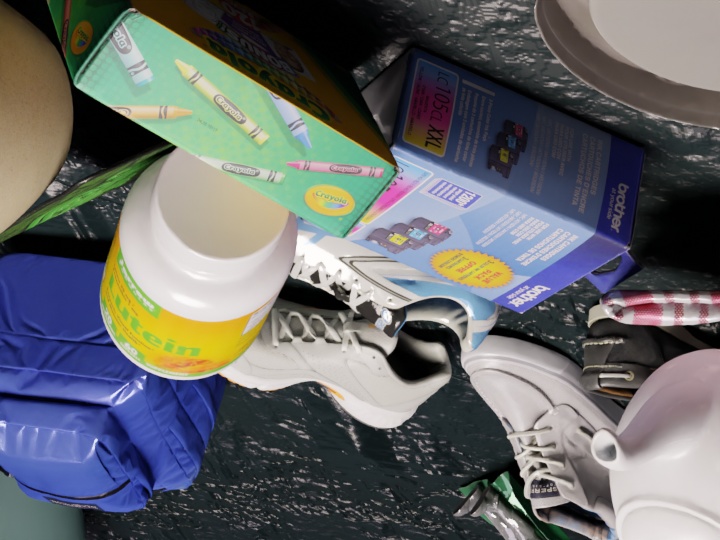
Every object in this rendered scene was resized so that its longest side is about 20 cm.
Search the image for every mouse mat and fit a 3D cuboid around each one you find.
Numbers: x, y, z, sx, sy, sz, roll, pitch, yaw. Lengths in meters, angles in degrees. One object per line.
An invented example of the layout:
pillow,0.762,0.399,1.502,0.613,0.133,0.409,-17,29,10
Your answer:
mouse mat,-0.160,-0.056,1.633,0.200,0.161,0.008,-23,93,52

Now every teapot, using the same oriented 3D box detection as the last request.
teapot,0.236,0.161,1.650,0.199,0.146,0.198,32,151,8

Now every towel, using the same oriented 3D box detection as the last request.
towel,0.250,0.027,1.622,0.199,0.030,0.146,1,179,6

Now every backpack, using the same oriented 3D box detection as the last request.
backpack,-0.198,0.093,1.905,0.162,0.169,0.200,11,159,18

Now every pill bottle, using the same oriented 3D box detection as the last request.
pill bottle,-0.100,-0.011,1.610,0.110,0.112,0.200,15,159,-6

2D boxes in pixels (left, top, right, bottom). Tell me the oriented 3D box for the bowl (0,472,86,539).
bowl,-0.327,0.238,2.323,0.200,0.106,0.201,11,154,5

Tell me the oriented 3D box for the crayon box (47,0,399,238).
crayon box,-0.081,-0.110,1.476,0.199,0.119,0.058,30,110,-31

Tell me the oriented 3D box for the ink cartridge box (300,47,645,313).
ink cartridge box,0.082,-0.047,1.593,0.199,0.077,0.136,21,153,-20

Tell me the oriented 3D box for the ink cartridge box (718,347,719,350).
ink cartridge box,0.309,0.094,1.662,0.199,0.042,0.120,1,136,44

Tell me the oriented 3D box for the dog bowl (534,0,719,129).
dog bowl,0.193,-0.149,1.351,0.199,0.059,0.200,10,155,5

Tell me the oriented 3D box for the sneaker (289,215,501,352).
sneaker,0.000,0.000,1.728,0.199,0.073,0.072,17,156,-5

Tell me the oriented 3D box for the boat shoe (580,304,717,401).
boat shoe,0.236,0.089,1.808,0.199,0.068,0.072,25,150,-27

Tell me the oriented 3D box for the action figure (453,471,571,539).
action figure,0.165,0.248,2.095,0.200,0.055,0.118,42,167,-9

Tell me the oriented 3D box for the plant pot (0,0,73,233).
plant pot,-0.253,-0.095,1.552,0.134,0.201,0.200,-7,168,-34

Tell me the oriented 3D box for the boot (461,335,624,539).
boot,0.140,0.128,1.893,0.073,0.096,0.200,-13,144,42

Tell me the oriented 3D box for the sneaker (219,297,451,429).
sneaker,-0.022,0.048,1.851,0.199,0.076,0.092,18,147,-29
